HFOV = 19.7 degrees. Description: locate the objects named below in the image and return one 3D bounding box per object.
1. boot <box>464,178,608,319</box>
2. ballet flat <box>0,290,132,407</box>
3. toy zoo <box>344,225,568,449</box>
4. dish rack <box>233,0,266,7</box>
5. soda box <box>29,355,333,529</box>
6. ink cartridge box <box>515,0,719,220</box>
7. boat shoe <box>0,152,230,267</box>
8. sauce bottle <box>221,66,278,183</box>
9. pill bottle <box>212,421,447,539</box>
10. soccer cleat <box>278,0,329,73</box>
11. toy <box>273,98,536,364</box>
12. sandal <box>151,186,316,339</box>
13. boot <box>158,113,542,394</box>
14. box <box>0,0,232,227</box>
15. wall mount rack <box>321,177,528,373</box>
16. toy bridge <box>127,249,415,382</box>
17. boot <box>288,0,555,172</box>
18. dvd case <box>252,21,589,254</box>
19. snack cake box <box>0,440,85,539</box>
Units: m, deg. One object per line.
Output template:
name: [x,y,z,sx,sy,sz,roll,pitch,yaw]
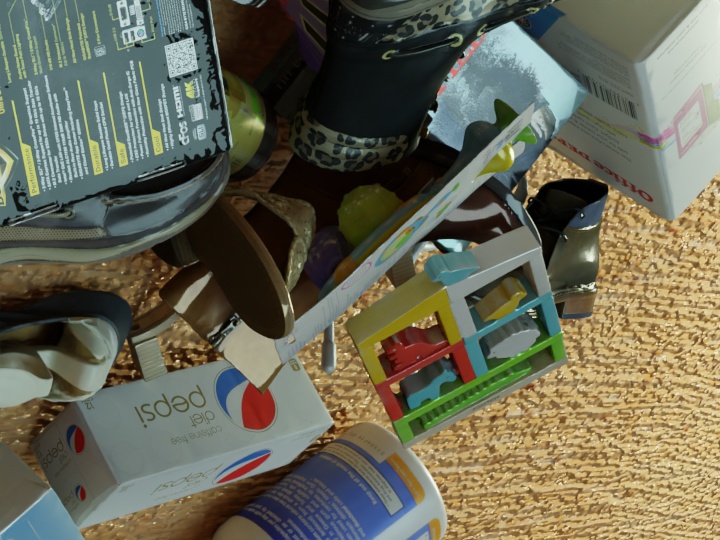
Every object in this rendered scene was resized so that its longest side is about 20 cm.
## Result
boot: [0.112,-0.018,1.437,0.200,0.074,0.097,-3,109,-60]
ballet flat: [-0.194,0.054,1.225,0.200,0.073,0.073,-4,126,-52]
toy zoo: [0.063,0.040,1.337,0.131,0.021,0.200,-28,150,-2]
dish rack: [-0.033,-0.242,1.075,0.200,0.055,0.153,-45,115,-8]
soda box: [-0.115,0.108,1.374,0.200,0.068,0.064,-13,156,-46]
ink cartridge box: [0.175,-0.143,1.430,0.085,0.144,0.200,-46,149,-14]
boat shoe: [-0.165,-0.048,1.095,0.199,0.075,0.073,-15,142,-13]
sauce bottle: [-0.119,-0.102,1.162,0.065,0.065,0.200,-54,151,6]
pill bottle: [-0.041,0.212,1.558,0.200,0.112,0.112,-34,146,-25]
soccer cleat: [-0.035,-0.191,1.188,0.073,0.068,0.201,-16,137,-17]
toy: [0.016,-0.031,1.222,0.200,0.047,0.115,-39,171,-6]
sandal: [-0.061,-0.025,1.186,0.069,0.212,0.078,-22,113,-21]
boot: [0.000,0.000,1.301,0.200,0.068,0.188,-50,127,-1]
box: [-0.153,-0.132,1.009,0.159,0.049,0.201,-21,115,-27]
wall mount rack: [0.030,-0.012,1.446,0.174,0.075,0.200,-57,148,10]
toy bridge: [-0.057,0.006,1.338,0.199,0.027,0.067,-21,127,-10]
boot: [0.053,-0.141,1.197,0.203,0.074,0.154,-19,150,-31]
dvd case: [0.041,-0.115,1.329,0.200,0.022,0.146,38,91,-34]
snack cake box: [-0.218,0.167,1.269,0.067,0.115,0.200,-42,148,-16]
